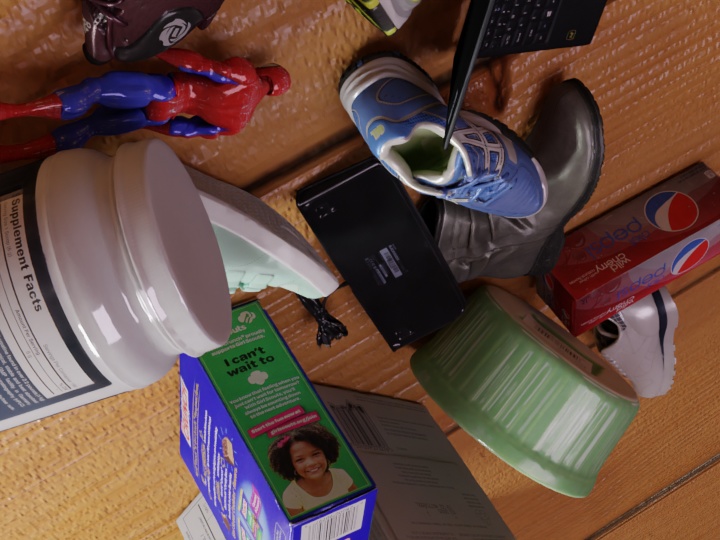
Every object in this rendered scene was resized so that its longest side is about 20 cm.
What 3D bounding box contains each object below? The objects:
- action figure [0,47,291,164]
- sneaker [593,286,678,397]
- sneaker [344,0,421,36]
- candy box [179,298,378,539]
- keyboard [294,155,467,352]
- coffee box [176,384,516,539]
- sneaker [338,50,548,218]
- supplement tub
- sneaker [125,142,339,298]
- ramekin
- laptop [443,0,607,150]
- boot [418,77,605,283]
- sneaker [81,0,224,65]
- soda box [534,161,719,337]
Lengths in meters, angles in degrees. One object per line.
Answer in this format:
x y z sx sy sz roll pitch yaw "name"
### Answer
-0.130 -0.104 0.680 0.200 0.052 0.065 -11 141 -30 "action figure"
0.288 0.075 1.214 0.080 0.076 0.200 -21 138 -2 "sneaker"
-0.006 -0.217 0.647 0.076 0.075 0.200 -46 154 1 "sneaker"
-0.072 0.153 0.885 0.077 0.200 0.169 -19 141 -24 "candy box"
0.000 0.000 0.903 0.127 0.021 0.200 -27 134 5 "keyboard"
-0.009 0.250 1.042 0.200 0.200 0.198 18 118 -48 "coffee box"
0.064 -0.076 0.814 0.200 0.077 0.076 24 128 -37 "sneaker"
-0.188 0.014 0.646 0.200 0.140 0.140 -18 144 6 "supplement tub"
-0.113 0.001 0.786 0.200 0.074 0.118 27 105 -41 "sneaker"
0.152 0.101 1.020 0.200 0.200 0.098 23 106 -50 "ramekin"
0.132 -0.192 0.750 0.200 0.103 0.177 -12 138 -29 "laptop"
0.114 -0.058 0.921 0.130 0.068 0.200 -9 135 -24 "boot"
-0.143 -0.159 0.589 0.200 0.076 0.116 3 132 -42 "sneaker"
0.265 -0.021 1.076 0.200 0.070 0.063 -28 144 -12 "soda box"
